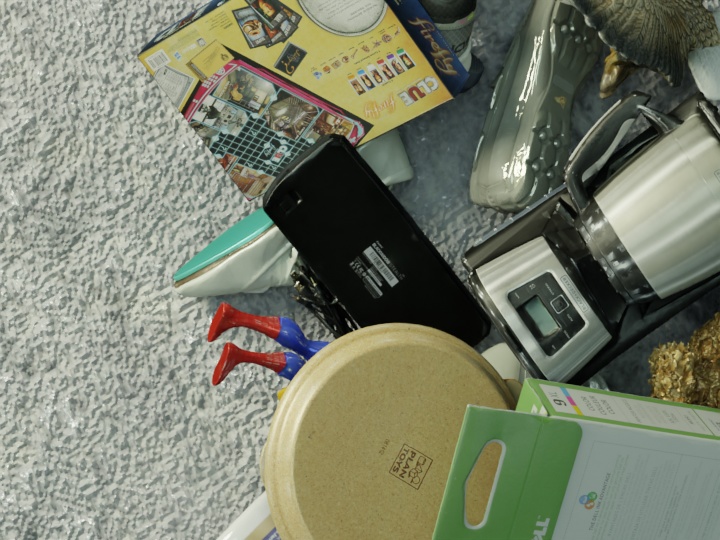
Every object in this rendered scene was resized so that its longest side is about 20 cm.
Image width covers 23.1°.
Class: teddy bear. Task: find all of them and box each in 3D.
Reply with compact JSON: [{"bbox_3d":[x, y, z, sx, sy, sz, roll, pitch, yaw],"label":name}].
[{"bbox_3d":[0.230,0.084,1.202,0.067,0.145,0.201,35,113,26],"label":"teddy bear"}]

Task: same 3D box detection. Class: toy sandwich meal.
[{"bbox_3d":[0.027,0.127,1.163,0.203,0.070,0.207,2,85,-18],"label":"toy sandwich meal"}]

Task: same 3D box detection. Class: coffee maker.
[{"bbox_3d":[0.182,-0.010,1.187,0.199,0.192,0.135,-34,67,10],"label":"coffee maker"}]

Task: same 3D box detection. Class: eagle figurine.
[{"bbox_3d":[0.185,-0.191,1.168,0.150,0.200,0.153,-23,69,-2],"label":"eagle figurine"}]

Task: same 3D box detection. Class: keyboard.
[{"bbox_3d":[0.000,0.000,1.253,0.104,0.040,0.200,-38,114,1],"label":"keyboard"}]

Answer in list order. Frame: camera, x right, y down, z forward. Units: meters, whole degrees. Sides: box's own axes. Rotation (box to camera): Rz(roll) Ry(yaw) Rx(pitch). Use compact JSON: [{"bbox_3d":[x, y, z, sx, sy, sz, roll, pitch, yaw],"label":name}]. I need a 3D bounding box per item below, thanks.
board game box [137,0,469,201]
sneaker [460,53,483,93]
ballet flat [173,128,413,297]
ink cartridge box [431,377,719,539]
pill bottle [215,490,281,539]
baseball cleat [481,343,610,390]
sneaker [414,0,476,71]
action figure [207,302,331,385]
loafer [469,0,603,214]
[{"bbox_3d":[-0.042,-0.141,1.211,0.199,0.035,0.136,-23,112,37],"label":"board game box"},{"bbox_3d":[-0.012,-0.144,1.281,0.198,0.070,0.083,13,111,5],"label":"sneaker"},{"bbox_3d":[-0.043,-0.030,1.276,0.200,0.069,0.070,-39,85,2],"label":"ballet flat"},{"bbox_3d":[0.140,0.132,1.112,0.198,0.059,0.105,9,109,-17],"label":"ink cartridge box"},{"bbox_3d":[-0.026,0.257,1.236,0.111,0.111,0.200,-45,85,2],"label":"pill bottle"},{"bbox_3d":[0.146,0.143,1.245,0.106,0.070,0.202,-16,87,5],"label":"baseball cleat"},{"bbox_3d":[0.044,-0.230,1.230,0.073,0.088,0.201,-3,59,-12],"label":"sneaker"},{"bbox_3d":[-0.008,0.072,1.218,0.198,0.066,0.052,12,125,-21],"label":"action figure"},{"bbox_3d":[0.123,-0.137,1.258,0.069,0.070,0.201,3,69,45],"label":"loafer"}]
